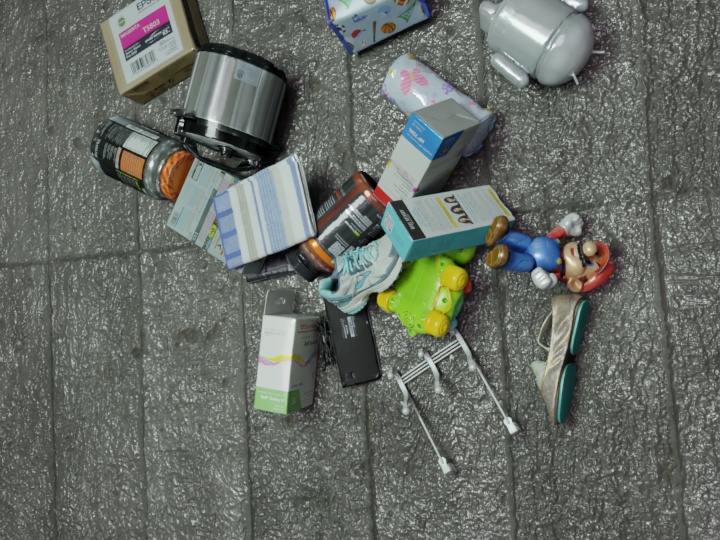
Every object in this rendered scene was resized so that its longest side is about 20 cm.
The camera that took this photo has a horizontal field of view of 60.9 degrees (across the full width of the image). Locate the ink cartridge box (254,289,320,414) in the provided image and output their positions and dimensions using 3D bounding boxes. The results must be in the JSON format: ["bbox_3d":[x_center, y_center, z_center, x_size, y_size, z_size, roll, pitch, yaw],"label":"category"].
[{"bbox_3d":[-0.124,0.139,1.081,0.066,0.117,0.204,5,90,19],"label":"ink cartridge box"}]

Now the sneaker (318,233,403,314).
[{"bbox_3d":[0.000,0.000,0.999,0.200,0.085,0.079,-47,30,38],"label":"sneaker"}]

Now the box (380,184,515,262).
[{"bbox_3d":[0.137,-0.076,0.949,0.083,0.197,0.050,60,149,31],"label":"box"}]

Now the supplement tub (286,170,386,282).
[{"bbox_3d":[-0.038,-0.071,1.063,0.199,0.107,0.108,-41,75,13],"label":"supplement tub"}]

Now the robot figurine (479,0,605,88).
[{"bbox_3d":[0.278,-0.367,0.955,0.199,0.113,0.171,39,94,17],"label":"robot figurine"}]

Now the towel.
[{"bbox_3d":[-0.168,-0.098,1.062,0.197,0.024,0.150,-20,78,26],"label":"towel"}]

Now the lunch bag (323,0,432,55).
[{"bbox_3d":[0.015,-0.514,1.060,0.167,0.124,0.204,-16,69,19],"label":"lunch bag"}]

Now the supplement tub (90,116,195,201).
[{"bbox_3d":[-0.419,-0.216,1.204,0.197,0.122,0.124,25,96,19],"label":"supplement tub"}]

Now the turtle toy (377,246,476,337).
[{"bbox_3d":[0.125,0.016,1.001,0.145,0.100,0.203,26,95,43],"label":"turtle toy"}]

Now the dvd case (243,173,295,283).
[{"bbox_3d":[-0.165,-0.089,1.160,0.146,0.016,0.204,-11,85,21],"label":"dvd case"}]

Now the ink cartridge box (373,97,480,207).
[{"bbox_3d":[0.095,-0.161,0.971,0.067,0.116,0.201,43,134,16],"label":"ink cartridge box"}]

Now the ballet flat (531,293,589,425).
[{"bbox_3d":[0.307,0.135,0.958,0.066,0.068,0.204,11,86,39],"label":"ballet flat"}]

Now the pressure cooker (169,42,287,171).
[{"bbox_3d":[-0.237,-0.286,1.110,0.173,0.178,0.204,16,92,17],"label":"pressure cooker"}]

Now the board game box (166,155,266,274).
[{"bbox_3d":[-0.250,-0.105,1.152,0.198,0.064,0.149,31,100,22],"label":"board game box"}]

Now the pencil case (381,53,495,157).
[{"bbox_3d":[0.130,-0.279,1.024,0.199,0.083,0.091,40,81,17],"label":"pencil case"}]

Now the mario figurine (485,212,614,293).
[{"bbox_3d":[0.293,-0.032,0.912,0.196,0.106,0.126,12,93,-11],"label":"mario figurine"}]

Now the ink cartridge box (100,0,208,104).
[{"bbox_3d":[-0.413,-0.461,1.238,0.197,0.075,0.168,-23,81,19],"label":"ink cartridge box"}]

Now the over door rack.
[{"bbox_3d":[0.149,0.216,1.004,0.147,0.066,0.202,-35,76,16],"label":"over door rack"}]

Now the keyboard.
[{"bbox_3d":[-0.030,0.105,1.100,0.102,0.040,0.204,-11,82,-4],"label":"keyboard"}]
